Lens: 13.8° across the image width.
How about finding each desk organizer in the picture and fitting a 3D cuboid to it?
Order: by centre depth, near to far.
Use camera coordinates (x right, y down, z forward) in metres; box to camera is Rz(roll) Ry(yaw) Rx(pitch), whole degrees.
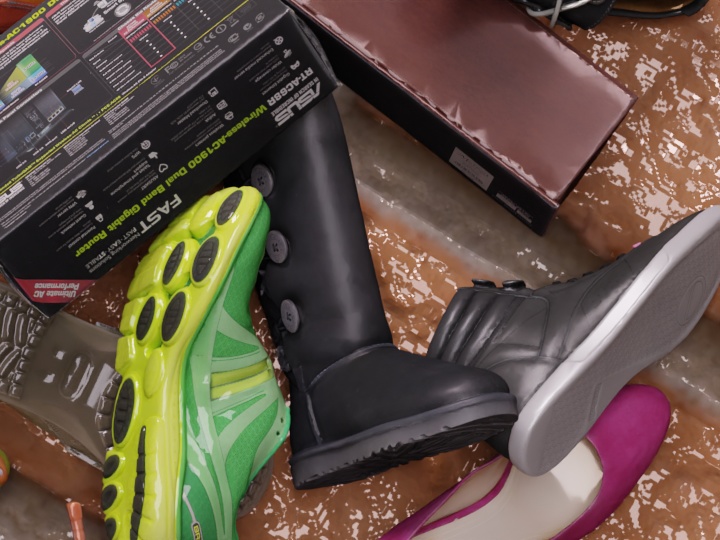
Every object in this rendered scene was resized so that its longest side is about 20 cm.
[{"bbox_3d":[0.046,-0.115,1.595,0.200,0.072,0.077,38,79,5],"label":"desk organizer"}]

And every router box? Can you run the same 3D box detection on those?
[{"bbox_3d":[-0.130,-0.086,1.546,0.200,0.062,0.150,-38,41,-4],"label":"router box"}]

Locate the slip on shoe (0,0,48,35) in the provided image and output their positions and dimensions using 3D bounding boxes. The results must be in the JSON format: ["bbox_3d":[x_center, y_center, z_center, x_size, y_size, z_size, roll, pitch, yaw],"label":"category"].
[{"bbox_3d":[-0.181,-0.167,1.603,0.200,0.061,0.074,-17,80,-7],"label":"slip on shoe"}]

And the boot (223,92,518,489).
[{"bbox_3d":[-0.001,0.000,1.538,0.066,0.165,0.200,-2,77,-41],"label":"boot"}]

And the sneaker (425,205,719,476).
[{"bbox_3d":[0.112,0.016,1.575,0.099,0.071,0.200,29,58,32],"label":"sneaker"}]

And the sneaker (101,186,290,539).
[{"bbox_3d":[-0.078,0.056,1.515,0.083,0.074,0.200,12,89,-37],"label":"sneaker"}]

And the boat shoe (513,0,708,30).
[{"bbox_3d":[0.109,-0.161,1.558,0.200,0.072,0.068,-7,74,-43],"label":"boat shoe"}]

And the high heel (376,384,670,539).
[{"bbox_3d":[0.081,0.119,1.544,0.200,0.096,0.067,-29,82,-6],"label":"high heel"}]

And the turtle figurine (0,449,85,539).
[{"bbox_3d":[-0.247,0.127,1.551,0.161,0.064,0.200,-33,80,-19],"label":"turtle figurine"}]

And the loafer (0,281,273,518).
[{"bbox_3d":[-0.135,0.063,1.566,0.200,0.068,0.076,33,88,-12],"label":"loafer"}]
